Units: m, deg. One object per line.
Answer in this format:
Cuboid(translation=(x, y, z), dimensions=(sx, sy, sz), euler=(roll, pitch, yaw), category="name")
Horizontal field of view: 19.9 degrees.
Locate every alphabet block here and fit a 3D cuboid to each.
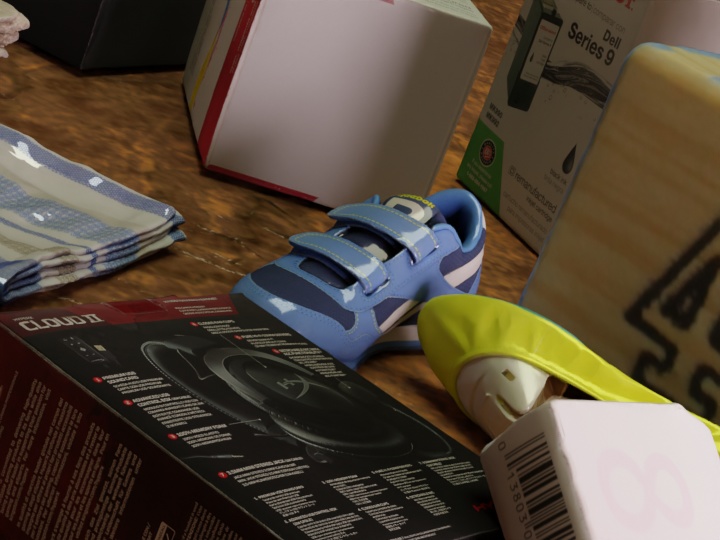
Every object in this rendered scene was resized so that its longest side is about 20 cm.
Cuboid(translation=(0.233, 0.009, 1.108), dimensions=(0.195, 0.197, 0.200), euler=(-1, 29, -47), category="alphabet block")

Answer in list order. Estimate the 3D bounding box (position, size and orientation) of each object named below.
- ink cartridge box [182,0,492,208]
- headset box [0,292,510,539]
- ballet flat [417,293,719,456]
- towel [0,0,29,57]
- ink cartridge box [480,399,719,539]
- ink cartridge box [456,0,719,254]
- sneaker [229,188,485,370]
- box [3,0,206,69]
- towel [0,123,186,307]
Cuboid(translation=(-0.022, -0.141, 1.331), dimensions=(0.145, 0.145, 0.200), euler=(16, 18, -16), category="ink cartridge box")
Cuboid(translation=(-0.050, 0.080, 0.779), dimensions=(0.200, 0.077, 0.149), euler=(31, 20, 31), category="headset box")
Cuboid(translation=(0.105, 0.075, 1.000), dimensions=(0.200, 0.067, 0.067), euler=(28, 40, 15), category="ballet flat")
Cuboid(translation=(-0.279, -0.143, 1.088), dimensions=(0.132, 0.035, 0.200), euler=(27, 19, 21), category="towel")
Cuboid(translation=(0.148, 0.132, 0.771), dimensions=(0.200, 0.057, 0.163), euler=(2, 60, -37), category="ink cartridge box")
Cuboid(translation=(0.160, -0.119, 1.380), dimensions=(0.084, 0.200, 0.146), euler=(10, 21, -29), category="ink cartridge box")
Cuboid(translation=(0.000, 0.000, 1.055), dimensions=(0.074, 0.082, 0.200), euler=(31, 22, 23), category="sneaker")
Cuboid(translation=(-0.180, -0.204, 1.442), dimensions=(0.141, 0.079, 0.200), euler=(26, 18, 24), category="box")
Cuboid(translation=(-0.190, -0.034, 1.033), dimensions=(0.147, 0.024, 0.200), euler=(26, 19, 15), category="towel")
